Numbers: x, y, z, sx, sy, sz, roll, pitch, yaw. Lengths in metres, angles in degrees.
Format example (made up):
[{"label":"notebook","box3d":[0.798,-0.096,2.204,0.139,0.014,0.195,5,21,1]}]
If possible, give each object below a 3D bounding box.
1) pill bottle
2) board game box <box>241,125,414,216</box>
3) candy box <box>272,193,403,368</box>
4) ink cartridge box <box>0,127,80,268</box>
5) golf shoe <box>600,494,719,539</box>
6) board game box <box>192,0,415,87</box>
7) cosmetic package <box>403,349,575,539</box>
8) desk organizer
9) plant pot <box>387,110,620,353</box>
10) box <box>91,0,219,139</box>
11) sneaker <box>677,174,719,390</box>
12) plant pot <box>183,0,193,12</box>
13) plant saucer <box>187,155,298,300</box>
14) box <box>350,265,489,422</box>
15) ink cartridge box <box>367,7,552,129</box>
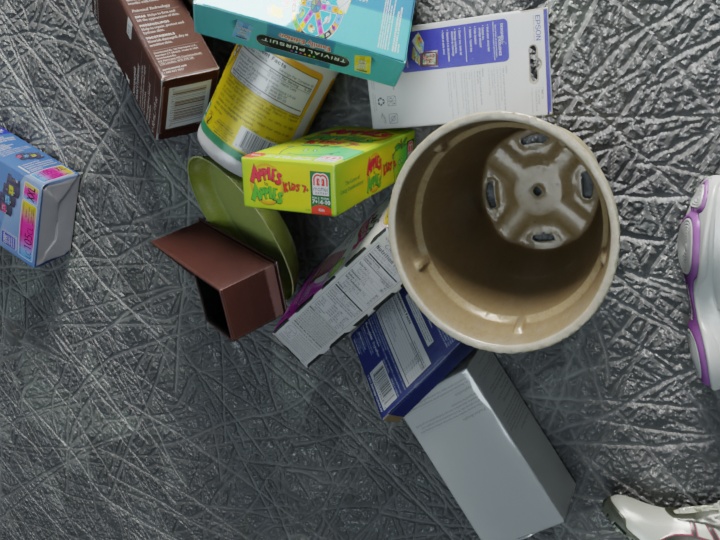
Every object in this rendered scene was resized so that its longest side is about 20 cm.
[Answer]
[{"label":"pill bottle","box3d":[-0.089,-0.207,0.773,0.112,0.112,0.203,36,112,11]},{"label":"board game box","box3d":[-0.025,-0.107,0.729,0.099,0.200,0.049,7,112,24]},{"label":"candy box","box3d":[0.000,0.000,0.787,0.061,0.137,0.199,43,122,-10]},{"label":"ink cartridge box","box3d":[-0.517,-0.116,1.056,0.197,0.076,0.139,30,118,17]},{"label":"golf shoe","box3d":[0.355,0.274,0.753,0.196,0.077,0.090,23,97,16]},{"label":"board game box","box3d":[-0.044,-0.276,0.675,0.194,0.047,0.155,13,73,-8]},{"label":"cosmetic package","box3d":[0.145,0.201,0.821,0.112,0.081,0.203,-31,93,32]},{"label":"desk organizer","box3d":[-0.175,0.006,0.866,0.198,0.076,0.074,26,133,47]},{"label":"plant pot","box3d":[0.149,-0.055,0.667,0.195,0.183,0.206,9,111,24]},{"label":"box","box3d":[-0.236,-0.263,0.811,0.203,0.073,0.101,61,150,18]},{"label":"sneaker","box3d":[0.351,0.008,0.662,0.097,0.075,0.205,-9,108,15]},{"label":"plant pot","box3d":[-0.151,-0.363,0.769,0.196,0.092,0.207,9,110,24]},{"label":"plant saucer","box3d":[-0.134,-0.055,0.854,0.199,0.031,0.202,43,157,23]},{"label":"box","box3d":[0.073,0.057,0.791,0.201,0.032,0.123,-49,44,28]},{"label":"ink cartridge box","box3d":[0.099,-0.202,0.727,0.195,0.039,0.102,3,109,28]}]
